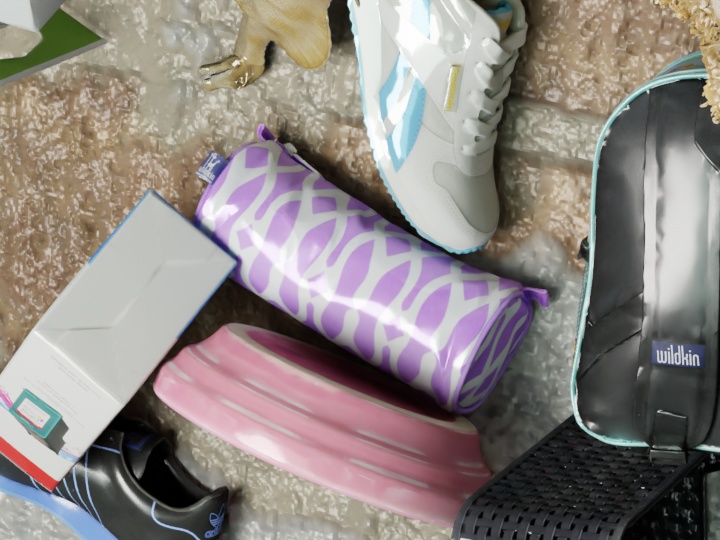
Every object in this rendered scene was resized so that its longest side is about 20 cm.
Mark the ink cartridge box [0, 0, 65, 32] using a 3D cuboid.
[{"bbox_3d":[-0.212,-0.259,1.541,0.144,0.146,0.201,15,134,20],"label":"ink cartridge box"}]

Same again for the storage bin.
[{"bbox_3d":[0.129,0.163,1.491,0.093,0.200,0.136,4,107,26],"label":"storage bin"}]

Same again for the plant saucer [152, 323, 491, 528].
[{"bbox_3d":[-0.013,0.080,1.555,0.200,0.200,0.051,24,95,20],"label":"plant saucer"}]

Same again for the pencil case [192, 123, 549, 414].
[{"bbox_3d":[0.000,0.000,1.587,0.199,0.084,0.086,32,73,16],"label":"pencil case"}]

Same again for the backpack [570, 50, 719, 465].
[{"bbox_3d":[0.202,-0.015,1.427,0.175,0.153,0.201,8,115,26],"label":"backpack"}]

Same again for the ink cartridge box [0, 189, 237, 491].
[{"bbox_3d":[-0.155,0.048,1.626,0.067,0.116,0.200,39,151,-3],"label":"ink cartridge box"}]

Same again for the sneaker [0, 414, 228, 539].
[{"bbox_3d":[-0.167,0.111,1.718,0.199,0.070,0.078,34,114,9],"label":"sneaker"}]

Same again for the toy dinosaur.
[{"bbox_3d":[-0.040,-0.159,1.555,0.102,0.058,0.200,63,152,1],"label":"toy dinosaur"}]

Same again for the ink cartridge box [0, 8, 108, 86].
[{"bbox_3d":[-0.272,-0.142,1.646,0.199,0.148,0.076,35,119,15],"label":"ink cartridge box"}]

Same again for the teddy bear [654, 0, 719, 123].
[{"bbox_3d":[0.176,-0.159,1.306,0.145,0.067,0.201,-37,84,43],"label":"teddy bear"}]

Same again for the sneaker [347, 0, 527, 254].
[{"bbox_3d":[0.048,-0.107,1.529,0.080,0.076,0.201,-6,104,27],"label":"sneaker"}]
